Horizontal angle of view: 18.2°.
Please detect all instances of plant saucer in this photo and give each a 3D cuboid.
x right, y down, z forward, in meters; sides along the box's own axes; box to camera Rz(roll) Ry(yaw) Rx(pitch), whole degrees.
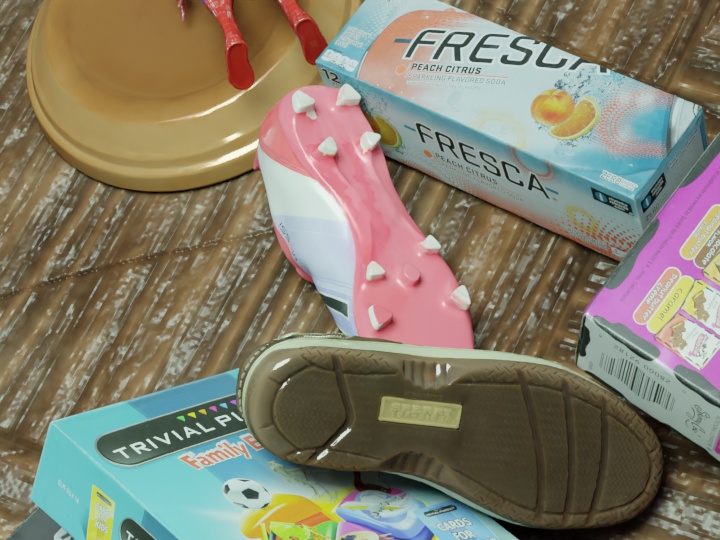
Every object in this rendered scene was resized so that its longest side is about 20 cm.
[{"bbox_3d":[-0.096,-0.137,1.241,0.199,0.038,0.201,-9,57,13],"label":"plant saucer"}]

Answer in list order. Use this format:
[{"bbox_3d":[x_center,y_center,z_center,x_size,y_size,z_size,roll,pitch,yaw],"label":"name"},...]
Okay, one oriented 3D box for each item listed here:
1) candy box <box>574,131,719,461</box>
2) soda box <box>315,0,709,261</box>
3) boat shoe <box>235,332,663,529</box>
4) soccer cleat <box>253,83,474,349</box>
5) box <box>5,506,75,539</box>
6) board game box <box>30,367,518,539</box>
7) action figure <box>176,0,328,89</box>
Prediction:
[{"bbox_3d":[0.214,0.035,0.989,0.200,0.061,0.137,34,70,16],"label":"candy box"},{"bbox_3d":[0.077,-0.075,1.126,0.199,0.069,0.064,26,66,30],"label":"soda box"},{"bbox_3d":[0.039,0.065,1.020,0.075,0.201,0.075,-154,82,-71],"label":"boat shoe"},{"bbox_3d":[0.000,0.000,1.119,0.066,0.077,0.201,-11,65,-31],"label":"soccer cleat"},{"bbox_3d":[-0.099,0.193,1.030,0.200,0.050,0.158,37,75,31],"label":"box"},{"bbox_3d":[-0.025,0.122,0.999,0.200,0.047,0.151,37,33,31],"label":"board game box"},{"bbox_3d":[-0.077,-0.174,1.208,0.065,0.052,0.200,-23,51,-3],"label":"action figure"}]
